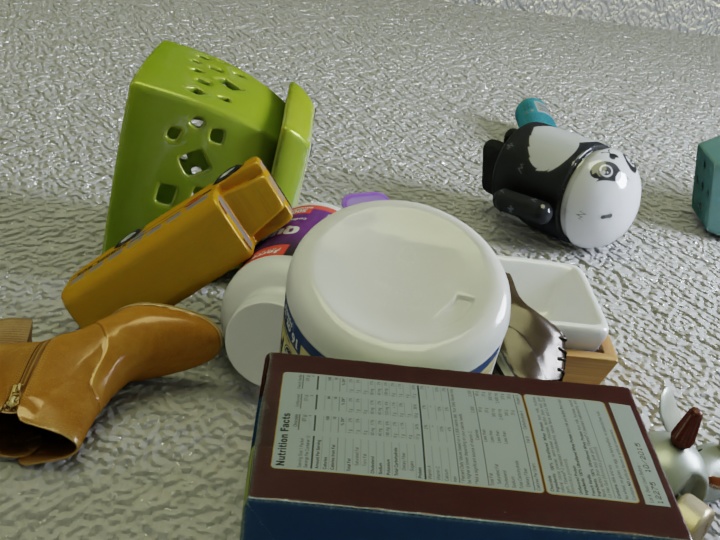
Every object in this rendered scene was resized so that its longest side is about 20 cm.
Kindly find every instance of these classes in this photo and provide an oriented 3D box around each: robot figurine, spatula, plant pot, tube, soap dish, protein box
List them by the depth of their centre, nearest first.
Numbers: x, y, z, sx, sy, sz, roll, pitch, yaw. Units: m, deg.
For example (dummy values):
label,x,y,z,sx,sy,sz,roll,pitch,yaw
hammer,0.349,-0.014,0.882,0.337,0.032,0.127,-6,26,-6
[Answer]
label,x,y,z,sx,sy,sz,roll,pitch,yaw
protein box,0.036,0.169,0.573,0.197,0.201,0.135,6,24,-2
soap dish,0.118,0.049,1.008,0.197,0.082,0.158,6,24,-3
spatula,0.043,-0.029,1.036,0.056,0.021,0.200,-6,26,-28
plant pot,-0.148,-0.105,1.146,0.179,0.201,0.200,12,23,-6
robot figurine,0.237,-0.106,1.329,0.199,0.151,0.125,28,-9,39
plant pot,0.531,-0.108,1.414,0.197,0.143,0.142,0,24,3
tube,0.269,-0.196,1.645,0.076,0.051,0.201,1,29,-3

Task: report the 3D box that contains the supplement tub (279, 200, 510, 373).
label,x,y,z,sx,sy,sz,roll,pitch,yaw
supplement tub,0.014,0.070,0.751,0.143,0.201,0.145,5,45,-5

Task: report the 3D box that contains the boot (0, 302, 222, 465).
label,x,y,z,sx,sy,sz,roll,pitch,yaw
boot,-0.204,0.091,0.856,0.199,0.071,0.144,0,31,-8

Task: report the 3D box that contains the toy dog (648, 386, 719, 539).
label,x,y,z,sx,sy,sz,roll,pitch,yaw
toy dog,0.230,0.129,0.786,0.131,0.097,0.200,33,19,9

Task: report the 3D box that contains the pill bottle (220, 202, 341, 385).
label,x,y,z,sx,sy,sz,roll,pitch,yaw
pill bottle,-0.055,0.021,0.981,0.111,0.114,0.200,10,24,7

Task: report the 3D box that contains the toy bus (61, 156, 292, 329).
label,x,y,z,sx,sy,sz,roll,pitch,yaw
toy bus,-0.156,-0.017,0.962,0.199,0.065,0.078,-32,15,7

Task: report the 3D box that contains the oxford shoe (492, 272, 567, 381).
label,x,y,z,sx,sy,sz,roll,pitch,yaw
oxford shoe,0.135,0.080,0.870,0.084,0.073,0.201,-18,64,-13
